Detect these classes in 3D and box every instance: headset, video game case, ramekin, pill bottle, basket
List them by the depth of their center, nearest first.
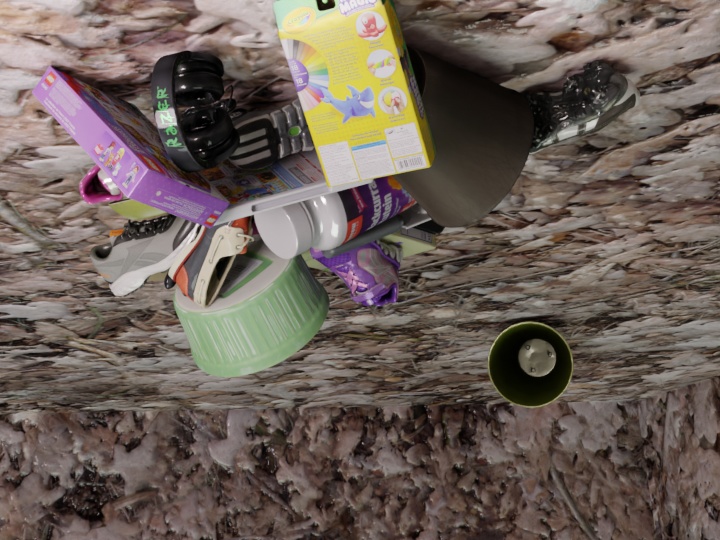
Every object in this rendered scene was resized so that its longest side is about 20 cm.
[{"bbox_3d":[-0.182,-0.169,1.395,0.094,0.124,0.200,-10,-172,17],"label":"headset"},{"bbox_3d":[0.080,-0.163,1.460,0.136,0.181,0.200,32,-178,40],"label":"basket"},{"bbox_3d":[-0.104,-0.107,1.497,0.200,0.018,0.143,-16,-151,-18],"label":"video game case"},{"bbox_3d":[-0.027,-0.092,1.592,0.200,0.112,0.111,-30,179,-31],"label":"pill bottle"},{"bbox_3d":[-0.150,0.039,1.733,0.200,0.200,0.098,-12,123,22],"label":"ramekin"}]

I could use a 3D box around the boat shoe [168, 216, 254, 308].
[{"bbox_3d":[-0.165,-0.039,1.612,0.200,0.063,0.071,-51,163,28],"label":"boat shoe"}]

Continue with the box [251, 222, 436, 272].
[{"bbox_3d":[-0.024,-0.072,1.847,0.176,0.097,0.200,-17,161,36],"label":"box"}]

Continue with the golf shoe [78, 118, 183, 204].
[{"bbox_3d":[-0.256,-0.122,1.565,0.200,0.075,0.092,-19,-165,38],"label":"golf shoe"}]

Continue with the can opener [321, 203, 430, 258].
[{"bbox_3d":[0.026,-0.063,1.704,0.200,0.053,0.067,-23,166,-25],"label":"can opener"}]

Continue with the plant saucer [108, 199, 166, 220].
[{"bbox_3d":[-0.216,-0.099,1.644,0.200,0.031,0.200,-17,-172,3],"label":"plant saucer"}]

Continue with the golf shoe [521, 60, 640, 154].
[{"bbox_3d":[0.244,-0.181,1.571,0.094,0.078,0.200,9,161,-44],"label":"golf shoe"}]

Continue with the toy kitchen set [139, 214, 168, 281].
[{"bbox_3d":[-0.219,-0.006,1.895,0.199,0.164,0.180,-3,165,-11],"label":"toy kitchen set"}]

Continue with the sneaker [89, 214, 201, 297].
[{"bbox_3d":[-0.275,-0.036,1.693,0.200,0.074,0.079,-30,113,31],"label":"sneaker"}]

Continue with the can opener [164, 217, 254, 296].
[{"bbox_3d":[-0.200,-0.048,1.740,0.063,0.200,0.079,21,150,24],"label":"can opener"}]

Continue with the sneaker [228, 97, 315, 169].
[{"bbox_3d":[-0.087,-0.175,1.527,0.200,0.075,0.115,-16,-159,-28],"label":"sneaker"}]

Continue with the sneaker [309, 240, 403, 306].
[{"bbox_3d":[0.000,0.000,1.769,0.080,0.089,0.200,-12,163,27],"label":"sneaker"}]

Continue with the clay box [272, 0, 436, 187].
[{"bbox_3d":[-0.005,-0.191,1.317,0.115,0.200,0.048,-10,-158,18],"label":"clay box"}]

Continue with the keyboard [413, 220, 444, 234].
[{"bbox_3d":[0.068,-0.115,1.780,0.200,0.040,0.104,17,115,-50],"label":"keyboard"}]

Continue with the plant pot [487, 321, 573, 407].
[{"bbox_3d":[0.388,0.201,2.930,0.187,0.188,0.200,-9,180,12],"label":"plant pot"}]

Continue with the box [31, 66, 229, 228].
[{"bbox_3d":[-0.244,-0.130,1.388,0.039,0.200,0.137,-52,148,10],"label":"box"}]
